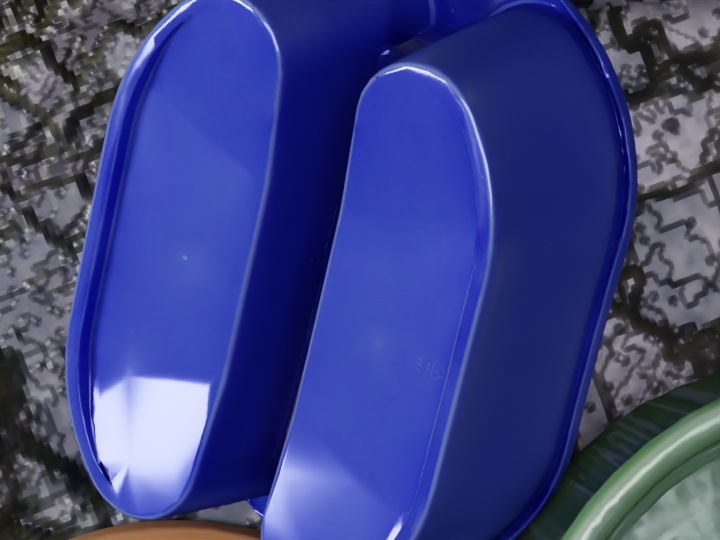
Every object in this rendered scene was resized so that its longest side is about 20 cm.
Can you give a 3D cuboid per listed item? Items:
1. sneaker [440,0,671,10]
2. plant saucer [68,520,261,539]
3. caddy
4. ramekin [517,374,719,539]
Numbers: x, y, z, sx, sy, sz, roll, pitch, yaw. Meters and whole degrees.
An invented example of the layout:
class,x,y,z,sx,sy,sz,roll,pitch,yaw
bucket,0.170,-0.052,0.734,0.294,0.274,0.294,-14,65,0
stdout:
class,x,y,z,sx,sy,sz,roll,pitch,yaw
sneaker,0.106,-0.098,0.767,0.199,0.070,0.109,-31,88,-3
plant saucer,-0.058,0.179,0.784,0.199,0.037,0.201,0,90,1
caddy,0.000,0.000,0.735,0.141,0.105,0.201,24,111,27
ramekin,0.132,0.123,0.741,0.199,0.098,0.201,-1,95,-8
